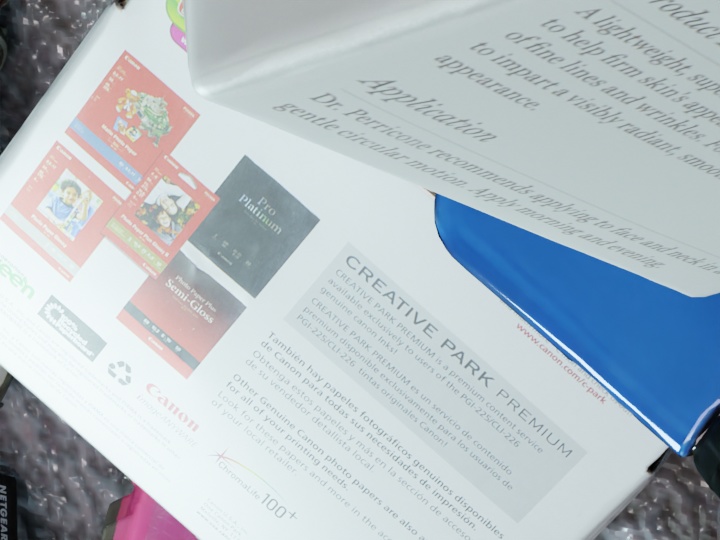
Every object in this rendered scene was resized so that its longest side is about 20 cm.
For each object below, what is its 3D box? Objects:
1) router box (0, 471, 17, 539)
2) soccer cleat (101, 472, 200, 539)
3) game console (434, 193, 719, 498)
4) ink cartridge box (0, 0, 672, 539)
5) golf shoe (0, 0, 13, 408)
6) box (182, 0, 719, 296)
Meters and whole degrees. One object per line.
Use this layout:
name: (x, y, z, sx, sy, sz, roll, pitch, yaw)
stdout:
router box: (-0.183, 0.180, 0.992, 0.157, 0.200, 0.052, -26, 147, 37)
soccer cleat: (-0.051, 0.140, 0.934, 0.086, 0.070, 0.200, 11, 83, -5)
game console: (0.150, -0.033, 0.736, 0.171, 0.118, 0.200, 29, 104, -28)
ink cartridge box: (0.000, 0.000, 0.846, 0.200, 0.084, 0.176, 42, 126, 0)
golf shoe: (-0.154, -0.022, 0.916, 0.077, 0.088, 0.200, 14, 125, 19)
box: (0.068, -0.118, 0.621, 0.131, 0.199, 0.200, -15, 69, 33)
